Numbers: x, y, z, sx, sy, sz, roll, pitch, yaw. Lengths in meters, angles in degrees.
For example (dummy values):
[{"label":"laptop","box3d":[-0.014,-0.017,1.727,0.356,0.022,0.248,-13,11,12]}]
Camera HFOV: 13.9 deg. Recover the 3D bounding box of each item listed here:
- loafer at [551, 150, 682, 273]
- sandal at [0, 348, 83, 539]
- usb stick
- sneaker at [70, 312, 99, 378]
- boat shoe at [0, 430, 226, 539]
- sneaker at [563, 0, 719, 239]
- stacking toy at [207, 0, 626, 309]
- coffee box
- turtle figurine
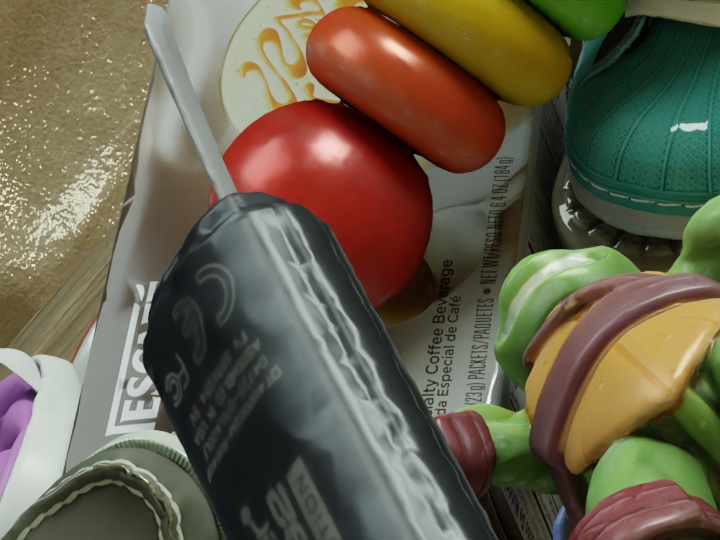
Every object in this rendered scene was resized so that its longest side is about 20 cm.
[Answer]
[{"label":"loafer","box3d":[0.100,-0.042,0.819,0.200,0.076,0.068,-55,-27,-45]},{"label":"sandal","box3d":[-0.111,0.055,0.829,0.082,0.050,0.203,-66,11,-9]},{"label":"usb stick","box3d":[0.012,0.072,0.530,0.033,0.200,0.055,-1,-42,-36]},{"label":"sneaker","box3d":[-0.057,0.084,0.873,0.200,0.078,0.116,-66,22,0]},{"label":"boat shoe","box3d":[-0.093,0.129,0.691,0.202,0.072,0.060,-60,-21,9]},{"label":"sneaker","box3d":[0.100,-0.093,0.760,0.080,0.071,0.200,82,-153,-42]},{"label":"stacking toy","box3d":[0.033,-0.074,0.705,0.200,0.085,0.085,-55,9,0]},{"label":"coffee box","box3d":[0.000,0.000,0.791,0.114,0.080,0.200,-4,51,17]},{"label":"turtle figurine","box3d":[0.048,0.002,0.598,0.144,0.200,0.194,-9,23,-15]}]
